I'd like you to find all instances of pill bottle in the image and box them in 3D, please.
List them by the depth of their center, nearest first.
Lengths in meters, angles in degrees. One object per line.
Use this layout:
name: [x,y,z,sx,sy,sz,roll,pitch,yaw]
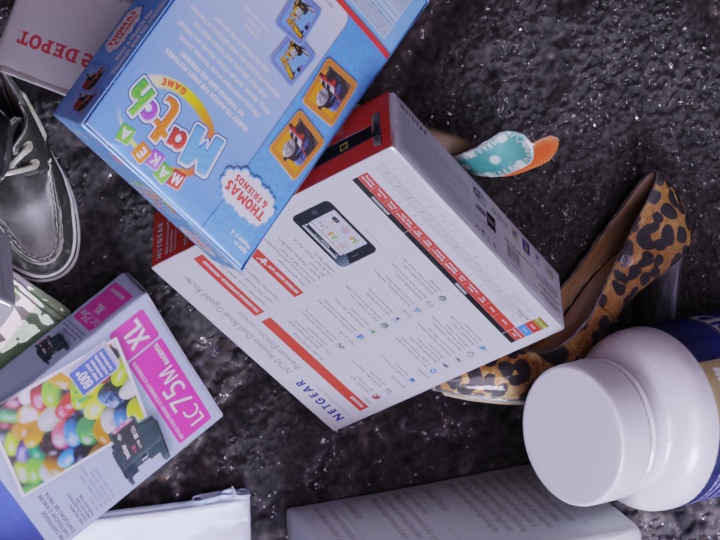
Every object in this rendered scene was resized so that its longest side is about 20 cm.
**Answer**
pill bottle: [0.207,0.091,1.445,0.200,0.120,0.120,-9,105,-39]

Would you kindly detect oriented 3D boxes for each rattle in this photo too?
rattle: [0.008,-0.044,1.395,0.199,0.130,0.143,19,79,-1]

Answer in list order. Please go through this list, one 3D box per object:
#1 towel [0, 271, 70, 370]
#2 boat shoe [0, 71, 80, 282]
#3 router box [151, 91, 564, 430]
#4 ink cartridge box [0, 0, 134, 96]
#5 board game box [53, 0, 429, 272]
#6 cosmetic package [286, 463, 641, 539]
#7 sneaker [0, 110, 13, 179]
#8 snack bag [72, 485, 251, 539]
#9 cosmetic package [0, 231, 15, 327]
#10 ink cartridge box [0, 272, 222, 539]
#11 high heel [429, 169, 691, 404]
towel: [-0.298,0.027,1.395,0.200,0.023,0.153,41,94,-14]
boat shoe: [-0.230,-0.079,1.379,0.071,0.064,0.200,-27,107,-7]
router box: [0.000,0.000,1.383,0.179,0.049,0.200,-25,133,23]
ink cartridge box: [-0.114,-0.187,1.330,0.086,0.147,0.200,17,95,-53]
board game box: [-0.063,-0.123,1.266,0.200,0.037,0.151,-56,132,-12]
cosmetic package: [0.071,0.237,1.463,0.199,0.167,0.167,-9,102,-11]
sneaker: [-0.307,-0.073,1.308,0.199,0.088,0.076,1,84,12]
snack bag: [-0.160,0.247,1.485,0.188,0.021,0.201,-6,103,-13]
cosmetic package: [-0.310,-0.003,1.276,0.200,0.081,0.113,25,115,-27]
ink cartridge box: [-0.193,0.108,1.405,0.200,0.042,0.119,-38,128,-12]
high heel: [0.131,0.010,1.477,0.200,0.071,0.143,-10,110,-29]
